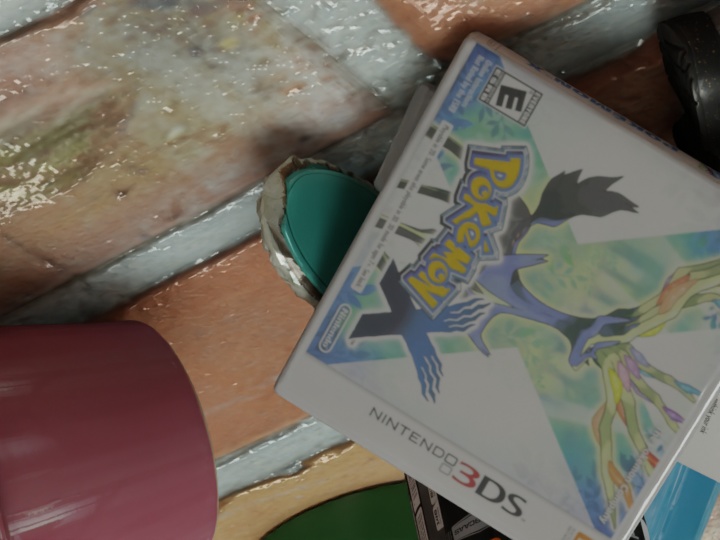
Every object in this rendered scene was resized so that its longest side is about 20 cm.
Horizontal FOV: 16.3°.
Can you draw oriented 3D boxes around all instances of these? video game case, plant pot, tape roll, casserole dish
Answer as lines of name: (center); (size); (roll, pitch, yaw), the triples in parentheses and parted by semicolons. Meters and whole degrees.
video game case: (0.081, 0.020, 1.162); (0.200, 0.182, 0.022); (-61, 174, 18)
plant pot: (-0.177, 0.108, 1.255); (0.179, 0.200, 0.200); (-14, 153, -27)
tape roll: (0.025, 0.201, 1.600); (0.200, 0.048, 0.201); (-10, 148, -6)
casserole dish: (0.160, 0.160, 1.542); (0.121, 0.039, 0.200); (-20, 141, -30)

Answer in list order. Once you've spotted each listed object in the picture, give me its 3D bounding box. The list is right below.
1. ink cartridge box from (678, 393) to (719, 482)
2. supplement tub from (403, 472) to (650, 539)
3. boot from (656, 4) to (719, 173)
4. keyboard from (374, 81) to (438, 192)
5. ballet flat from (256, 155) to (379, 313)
ink cartridge box: (0.168, 0.038, 1.228); (0.200, 0.067, 0.116); (26, 149, 10)
supplement tub: (0.089, 0.127, 1.354); (0.122, 0.200, 0.123); (-10, 149, -6)
boot: (0.219, -0.079, 1.201); (0.131, 0.070, 0.200); (-22, 156, 0)
keyboard: (0.105, -0.020, 1.165); (0.056, 0.200, 0.011); (-66, 172, 16)
ballet flat: (0.000, 0.000, 1.252); (0.072, 0.072, 0.200); (-29, 143, 26)
